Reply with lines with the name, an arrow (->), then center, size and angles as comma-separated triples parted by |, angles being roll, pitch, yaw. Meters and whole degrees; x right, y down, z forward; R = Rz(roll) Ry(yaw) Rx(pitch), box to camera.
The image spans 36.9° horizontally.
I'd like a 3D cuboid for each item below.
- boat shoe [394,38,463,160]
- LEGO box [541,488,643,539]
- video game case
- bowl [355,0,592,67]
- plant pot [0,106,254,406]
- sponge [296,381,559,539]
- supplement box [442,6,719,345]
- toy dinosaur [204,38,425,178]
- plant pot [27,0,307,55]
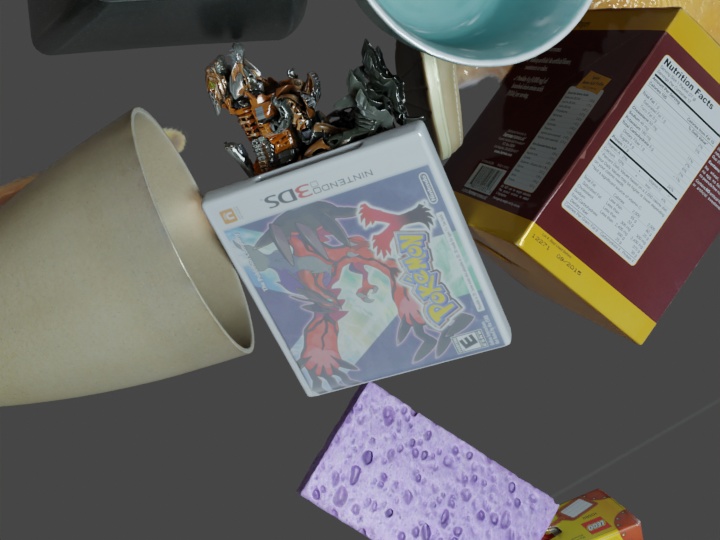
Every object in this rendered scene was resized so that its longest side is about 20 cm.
boat shoe -> 0.063, -0.190, 0.849 | 0.064, 0.072, 0.202 | -13, 100, -14
LEGO box -> 0.164, 0.313, 0.989 | 0.198, 0.077, 0.151 | -19, 108, -14
video game case -> 0.000, 0.000, 0.830 | 0.180, 0.023, 0.201 | -16, 121, 18
bowl -> 0.062, -0.236, 0.758 | 0.198, 0.105, 0.203 | 0, 91, -19
plant pot -> -0.204, 0.013, 0.760 | 0.198, 0.188, 0.189 | -24, 109, 3
sponge -> 0.058, 0.192, 0.910 | 0.199, 0.030, 0.112 | 33, 76, -5
supplement box -> 0.182, -0.083, 0.842 | 0.132, 0.197, 0.201 | 36, 90, -21
toy dinosaur -> -0.027, -0.102, 0.837 | 0.135, 0.103, 0.199 | -37, 128, 23
plant pot -> -0.124, -0.250, 0.714 | 0.197, 0.177, 0.202 | -7, 103, -17
